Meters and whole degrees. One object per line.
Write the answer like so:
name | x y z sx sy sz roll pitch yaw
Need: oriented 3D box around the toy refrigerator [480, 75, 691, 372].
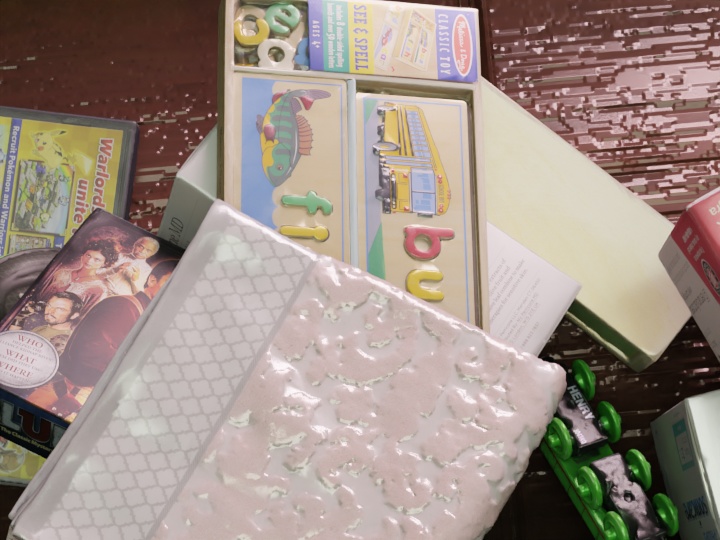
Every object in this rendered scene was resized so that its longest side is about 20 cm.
toy refrigerator | 0.088 -0.032 1.292 0.200 0.076 0.070 38 84 4

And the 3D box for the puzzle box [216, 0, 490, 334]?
puzzle box | -0.004 -0.042 1.209 0.133 0.025 0.200 3 66 -12

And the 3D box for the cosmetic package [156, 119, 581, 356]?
cosmetic package | 0.000 0.000 1.264 0.200 0.108 0.085 33 63 4

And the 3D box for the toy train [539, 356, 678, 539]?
toy train | 0.135 0.130 1.250 0.042 0.056 0.200 -17 56 -18

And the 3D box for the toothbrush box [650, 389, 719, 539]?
toothbrush box | 0.258 0.085 1.243 0.200 0.146 0.086 -16 82 -1

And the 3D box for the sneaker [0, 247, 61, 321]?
sneaker | -0.105 0.041 1.259 0.200 0.084 0.077 23 78 -14

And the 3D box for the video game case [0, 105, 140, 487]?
video game case | -0.219 0.010 1.311 0.180 0.026 0.201 6 82 1

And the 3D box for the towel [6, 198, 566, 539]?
towel | -0.032 0.086 1.109 0.191 0.032 0.200 28 69 9

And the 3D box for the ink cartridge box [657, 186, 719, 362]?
ink cartridge box | 0.222 0.048 1.101 0.083 0.147 0.200 -29 82 -3

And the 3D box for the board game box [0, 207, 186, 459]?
board game box | -0.073 0.059 1.182 0.200 0.035 0.136 25 44 8
